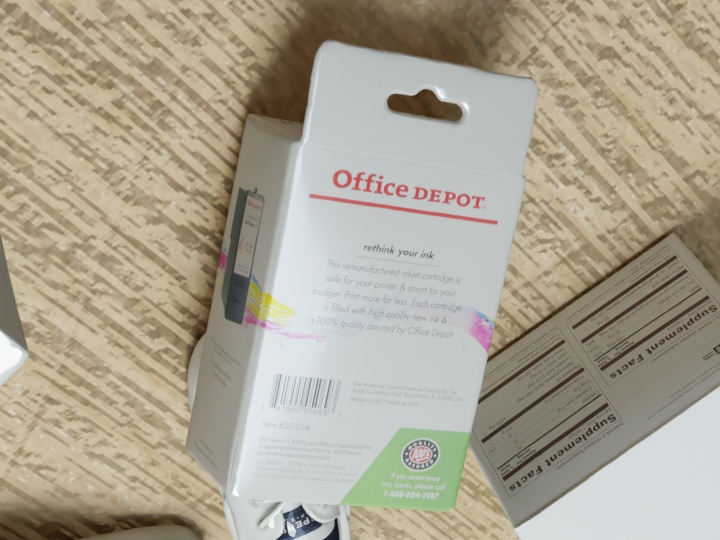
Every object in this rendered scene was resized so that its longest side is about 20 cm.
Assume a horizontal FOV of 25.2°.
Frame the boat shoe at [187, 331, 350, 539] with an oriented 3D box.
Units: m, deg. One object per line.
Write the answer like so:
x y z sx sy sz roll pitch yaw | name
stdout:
-0.035 0.114 0.821 0.073 0.066 0.201 -22 127 -5 | boat shoe

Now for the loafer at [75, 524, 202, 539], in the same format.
-0.157 0.178 0.797 0.198 0.068 0.076 -12 125 -28 | loafer

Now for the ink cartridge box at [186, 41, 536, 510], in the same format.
0.000 0.000 0.729 0.116 0.067 0.202 7 101 -25 | ink cartridge box

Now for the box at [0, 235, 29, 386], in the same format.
-0.240 -0.031 0.561 0.131 0.199 0.200 -43 127 10 | box

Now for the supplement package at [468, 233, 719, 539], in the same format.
0.167 0.114 0.870 0.155 0.111 0.200 -35 127 4 | supplement package
